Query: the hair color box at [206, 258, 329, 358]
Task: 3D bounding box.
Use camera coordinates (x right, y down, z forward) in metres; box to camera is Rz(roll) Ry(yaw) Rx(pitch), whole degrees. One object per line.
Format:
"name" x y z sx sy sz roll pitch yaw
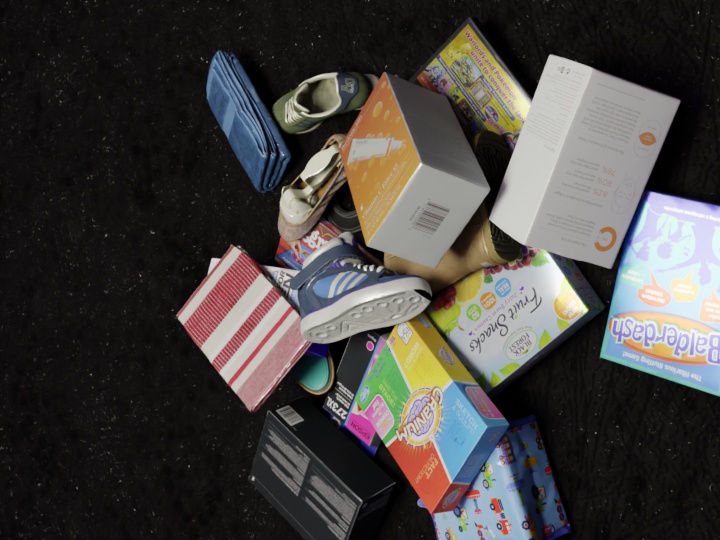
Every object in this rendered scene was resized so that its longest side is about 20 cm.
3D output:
"hair color box" -0.133 0.052 1.414 0.198 0.065 0.110 7 78 31

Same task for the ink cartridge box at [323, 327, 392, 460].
"ink cartridge box" 0.006 0.171 1.384 0.094 0.037 0.201 35 121 28

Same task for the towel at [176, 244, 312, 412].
"towel" -0.160 0.077 1.373 0.144 0.023 0.200 -49 60 8

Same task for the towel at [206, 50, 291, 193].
"towel" -0.176 -0.221 1.483 0.201 0.048 0.112 60 151 18

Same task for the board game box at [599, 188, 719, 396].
"board game box" 0.362 0.021 1.100 0.151 0.045 0.202 17 103 36

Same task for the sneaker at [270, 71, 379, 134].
"sneaker" -0.072 -0.240 1.394 0.199 0.090 0.068 -10 88 38

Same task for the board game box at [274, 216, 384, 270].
"board game box" -0.042 -0.008 1.423 0.200 0.019 0.104 37 121 30

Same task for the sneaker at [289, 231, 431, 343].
"sneaker" 0.000 0.000 1.274 0.199 0.080 0.148 -22 53 32

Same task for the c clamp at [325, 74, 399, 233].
"c clamp" 0.013 -0.148 1.378 0.199 0.027 0.172 -27 82 35

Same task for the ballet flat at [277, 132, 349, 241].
"ballet flat" -0.070 -0.118 1.377 0.068 0.067 0.200 51 118 22

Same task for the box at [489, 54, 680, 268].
"box" 0.247 -0.121 1.108 0.202 0.123 0.098 -71 24 14

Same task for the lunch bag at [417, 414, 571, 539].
"lunch bag" 0.146 0.286 1.265 0.199 0.094 0.152 -25 78 43

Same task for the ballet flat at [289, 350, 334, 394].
"ballet flat" -0.090 0.106 1.449 0.069 0.063 0.200 -40 60 2

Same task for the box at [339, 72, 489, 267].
"box" 0.058 -0.122 1.182 0.125 0.097 0.201 -57 30 30

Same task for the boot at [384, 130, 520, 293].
"boot" 0.104 -0.063 1.247 0.199 0.066 0.177 -21 64 50

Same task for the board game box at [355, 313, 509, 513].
"board game box" 0.084 0.176 1.240 0.200 0.040 0.154 52 127 39

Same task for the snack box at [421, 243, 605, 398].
"snack box" 0.185 0.050 1.235 0.200 0.053 0.143 -45 66 31

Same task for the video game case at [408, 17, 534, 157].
"video game case" 0.139 -0.183 1.259 0.181 0.025 0.201 -42 75 32

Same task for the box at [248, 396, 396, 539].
"box" -0.059 0.301 1.414 0.200 0.079 0.142 39 124 29
